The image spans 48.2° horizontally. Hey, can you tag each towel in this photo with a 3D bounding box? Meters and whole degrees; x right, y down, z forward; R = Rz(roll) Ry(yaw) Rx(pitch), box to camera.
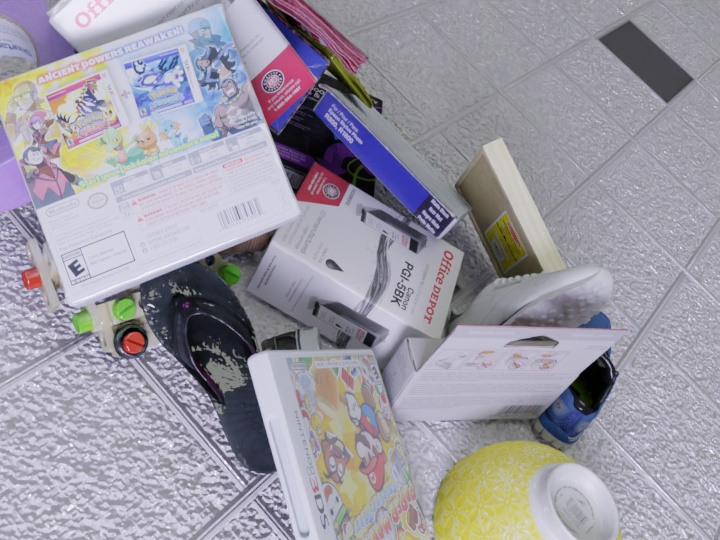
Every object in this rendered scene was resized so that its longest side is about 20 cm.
[{"bbox_3d":[-0.083,-0.266,0.776,0.143,0.023,0.200,33,11,-39],"label":"towel"},{"bbox_3d":[-0.048,-0.261,0.944,0.086,0.018,0.201,44,6,-44],"label":"towel"}]

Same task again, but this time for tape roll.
[{"bbox_3d":[-0.341,-0.154,0.718,0.195,0.066,0.205,-1,67,1],"label":"tape roll"}]

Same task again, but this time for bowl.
[{"bbox_3d":[0.177,0.240,0.753,0.196,0.108,0.203,17,48,-19],"label":"bowl"}]

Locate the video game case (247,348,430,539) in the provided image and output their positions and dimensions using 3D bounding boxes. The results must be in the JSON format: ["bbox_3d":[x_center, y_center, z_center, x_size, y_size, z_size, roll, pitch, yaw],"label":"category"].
[{"bbox_3d":[-0.010,0.156,0.669,0.199,0.023,0.186,12,58,-65],"label":"video game case"}]

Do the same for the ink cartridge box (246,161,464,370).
[{"bbox_3d":[0.000,0.000,0.856,0.197,0.083,0.148,30,44,-6],"label":"ink cartridge box"}]

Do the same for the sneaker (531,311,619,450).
[{"bbox_3d":[0.263,0.112,0.923,0.078,0.089,0.201,35,44,-2],"label":"sneaker"}]

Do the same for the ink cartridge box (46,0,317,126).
[{"bbox_3d":[-0.158,-0.208,0.726,0.200,0.145,0.084,47,6,-34],"label":"ink cartridge box"}]

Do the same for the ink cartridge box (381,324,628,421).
[{"bbox_3d":[0.133,0.088,0.792,0.196,0.177,0.045,4,50,-25],"label":"ink cartridge box"}]

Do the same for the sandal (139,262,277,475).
[{"bbox_3d":[-0.111,0.072,0.664,0.075,0.048,0.202,-33,87,-17],"label":"sandal"}]

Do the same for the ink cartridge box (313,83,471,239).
[{"bbox_3d":[0.036,-0.120,0.901,0.200,0.041,0.200,46,14,5],"label":"ink cartridge box"}]

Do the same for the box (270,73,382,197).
[{"bbox_3d":[-0.044,-0.168,1.001,0.140,0.036,0.203,21,45,-17],"label":"box"}]

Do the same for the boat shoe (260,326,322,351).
[{"bbox_3d":[-0.050,0.153,0.721,0.062,0.071,0.204,-12,66,0],"label":"boat shoe"}]

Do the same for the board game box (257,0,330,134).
[{"bbox_3d":[-0.148,-0.264,0.881,0.158,0.097,0.200,33,12,-39],"label":"board game box"}]

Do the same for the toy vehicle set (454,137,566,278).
[{"bbox_3d":[0.178,-0.037,0.939,0.026,0.124,0.203,-22,81,-13],"label":"toy vehicle set"}]

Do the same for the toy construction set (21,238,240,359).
[{"bbox_3d":[-0.194,0.002,0.718,0.196,0.092,0.134,-17,97,-22],"label":"toy construction set"}]

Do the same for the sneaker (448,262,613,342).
[{"bbox_3d":[0.172,0.036,0.855,0.076,0.198,0.082,33,38,-37],"label":"sneaker"}]

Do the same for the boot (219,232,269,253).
[{"bbox_3d":[-0.182,-0.105,0.848,0.152,0.077,0.204,4,60,-24],"label":"boot"}]

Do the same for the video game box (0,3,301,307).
[{"bbox_3d":[-0.170,-0.093,0.652,0.196,0.047,0.186,-21,90,-8],"label":"video game box"}]
